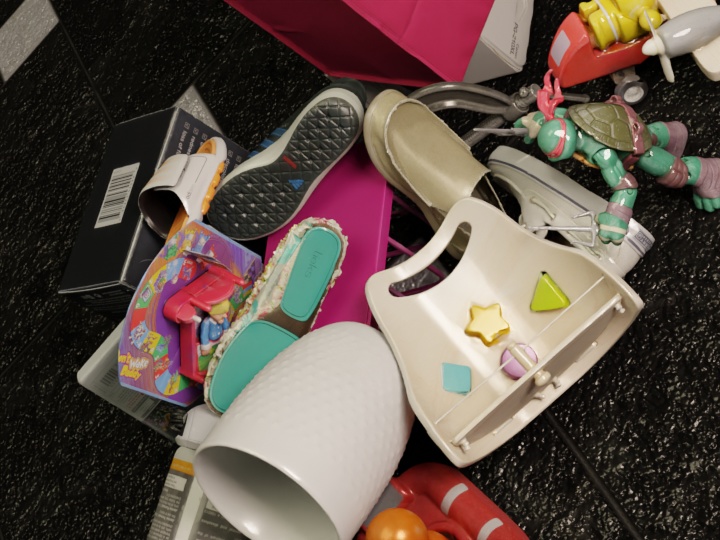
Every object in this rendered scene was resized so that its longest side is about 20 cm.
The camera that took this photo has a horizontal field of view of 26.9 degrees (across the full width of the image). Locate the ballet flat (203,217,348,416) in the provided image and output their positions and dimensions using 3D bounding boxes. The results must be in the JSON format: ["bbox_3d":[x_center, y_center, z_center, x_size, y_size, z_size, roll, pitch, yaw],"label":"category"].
[{"bbox_3d":[-0.075,0.042,1.348,0.200,0.076,0.064,-57,14,-3],"label":"ballet flat"}]

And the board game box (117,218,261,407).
[{"bbox_3d":[-0.137,0.049,1.344,0.039,0.200,0.158,23,85,27],"label":"board game box"}]

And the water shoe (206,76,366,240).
[{"bbox_3d":[-0.063,-0.102,1.423,0.200,0.072,0.079,-38,13,27],"label":"water shoe"}]

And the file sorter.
[{"bbox_3d":[0.000,0.000,1.434,0.139,0.125,0.201,-14,58,36],"label":"file sorter"}]

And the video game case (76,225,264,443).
[{"bbox_3d":[-0.147,0.078,1.480,0.200,0.182,0.023,-48,31,8],"label":"video game case"}]

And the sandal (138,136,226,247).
[{"bbox_3d":[-0.179,-0.055,1.408,0.079,0.059,0.207,-44,25,48],"label":"sandal"}]

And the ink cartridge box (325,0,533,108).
[{"bbox_3d":[0.074,-0.264,1.559,0.199,0.084,0.145,-10,60,39],"label":"ink cartridge box"}]

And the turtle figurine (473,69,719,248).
[{"bbox_3d":[0.203,-0.094,1.249,0.101,0.199,0.150,-57,42,43],"label":"turtle figurine"}]

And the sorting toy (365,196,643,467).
[{"bbox_3d":[0.102,0.037,1.263,0.200,0.107,0.180,-40,75,-2],"label":"sorting toy"}]

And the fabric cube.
[{"bbox_3d":[0.008,-0.311,1.437,0.196,0.200,0.200,15,79,45],"label":"fabric cube"}]

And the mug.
[{"bbox_3d":[-0.040,0.147,1.292,0.175,0.147,0.200,-53,-5,-34],"label":"mug"}]

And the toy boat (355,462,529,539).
[{"bbox_3d":[0.055,0.235,1.232,0.131,0.131,0.200,-54,42,3],"label":"toy boat"}]

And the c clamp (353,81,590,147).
[{"bbox_3d":[0.092,-0.131,1.437,0.200,0.170,0.027,-30,61,44],"label":"c clamp"}]

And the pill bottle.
[{"bbox_3d":[-0.146,0.273,1.401,0.116,0.116,0.201,9,78,45],"label":"pill bottle"}]

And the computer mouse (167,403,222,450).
[{"bbox_3d":[-0.128,0.147,1.402,0.200,0.109,0.044,135,149,-84],"label":"computer mouse"}]

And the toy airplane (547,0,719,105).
[{"bbox_3d":[0.266,-0.256,1.334,0.200,0.141,0.200,8,70,45],"label":"toy airplane"}]

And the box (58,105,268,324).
[{"bbox_3d":[-0.177,-0.031,1.558,0.124,0.196,0.201,-9,59,47],"label":"box"}]

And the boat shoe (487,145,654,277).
[{"bbox_3d":[0.173,-0.047,1.349,0.070,0.071,0.200,-52,48,0],"label":"boat shoe"}]

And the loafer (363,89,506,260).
[{"bbox_3d":[0.078,-0.086,1.361,0.068,0.200,0.076,4,54,50],"label":"loafer"}]
